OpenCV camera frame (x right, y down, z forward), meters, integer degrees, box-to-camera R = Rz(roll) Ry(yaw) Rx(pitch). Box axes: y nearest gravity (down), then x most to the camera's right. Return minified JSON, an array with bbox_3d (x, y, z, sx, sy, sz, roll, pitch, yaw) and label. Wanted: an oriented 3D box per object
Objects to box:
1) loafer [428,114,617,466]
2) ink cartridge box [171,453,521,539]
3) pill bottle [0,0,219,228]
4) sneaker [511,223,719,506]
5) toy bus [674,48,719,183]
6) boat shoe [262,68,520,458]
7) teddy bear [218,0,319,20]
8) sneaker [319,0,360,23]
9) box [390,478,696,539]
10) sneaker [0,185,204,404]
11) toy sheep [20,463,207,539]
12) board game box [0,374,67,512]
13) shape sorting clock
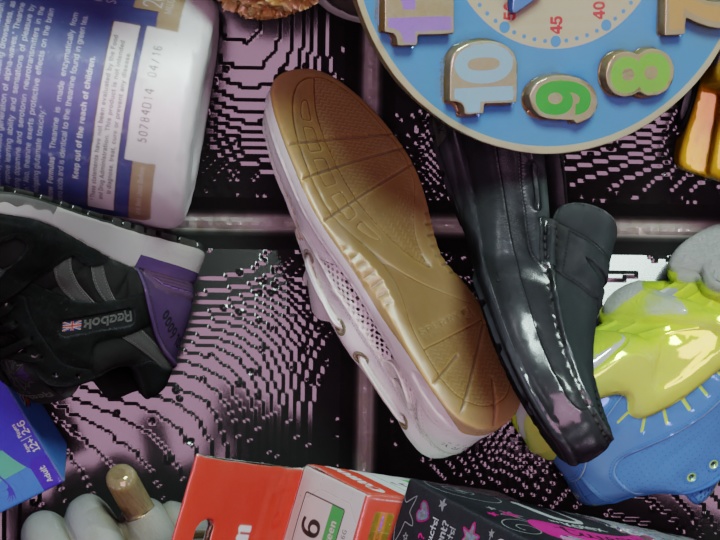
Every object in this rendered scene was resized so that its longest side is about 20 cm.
[{"bbox_3d":[0.085,-0.006,0.947,0.070,0.068,0.201,-20,56,8],"label":"loafer"},{"bbox_3d":[-0.002,0.150,0.947,0.199,0.050,0.110,13,94,-44],"label":"ink cartridge box"},{"bbox_3d":[-0.170,-0.089,0.956,0.199,0.111,0.112,10,93,-2],"label":"pill bottle"},{"bbox_3d":[0.169,0.046,1.002,0.199,0.076,0.105,-26,112,0],"label":"sneaker"},{"bbox_3d":[0.209,-0.136,0.978,0.065,0.078,0.201,17,93,-2],"label":"toy bus"},{"bbox_3d":[0.000,0.000,0.986,0.071,0.069,0.201,-16,72,-38],"label":"boat shoe"},{"bbox_3d":[-0.013,-0.196,0.957,0.144,0.067,0.201,6,67,2],"label":"teddy bear"},{"bbox_3d":[0.071,-0.158,0.971,0.199,0.082,0.078,-6,94,-1],"label":"sneaker"},{"bbox_3d":[0.105,0.182,0.935,0.199,0.115,0.133,16,93,-40],"label":"box"},{"bbox_3d":[-0.147,0.014,0.925,0.075,0.200,0.088,3,82,40],"label":"sneaker"},{"bbox_3d":[-0.119,0.165,0.964,0.199,0.138,0.138,-26,94,-5],"label":"toy sheep"},{"bbox_3d":[-0.261,0.074,0.969,0.199,0.045,0.153,-26,112,4],"label":"board game box"},{"bbox_3d":[0.087,-0.151,0.906,0.199,0.039,0.201,-3,101,-15],"label":"shape sorting clock"}]
